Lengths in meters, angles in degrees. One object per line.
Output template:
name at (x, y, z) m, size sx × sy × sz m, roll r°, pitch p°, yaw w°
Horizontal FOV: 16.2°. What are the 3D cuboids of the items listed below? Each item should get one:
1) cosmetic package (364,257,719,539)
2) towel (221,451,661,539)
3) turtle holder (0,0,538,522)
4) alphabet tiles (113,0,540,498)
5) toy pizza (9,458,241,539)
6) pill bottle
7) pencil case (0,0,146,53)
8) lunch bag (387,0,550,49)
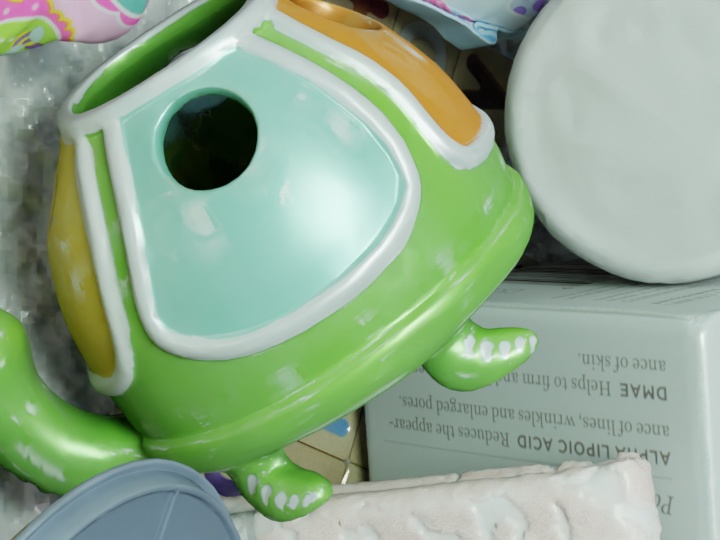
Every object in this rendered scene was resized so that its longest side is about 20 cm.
cosmetic package at (0.115, 0.099, 0.896) m, size 0.164 × 0.164 × 0.202 m, roll -11°, pitch 99°, yaw -41°
towel at (0.015, 0.166, 0.814) m, size 0.032 × 0.189 × 0.202 m, roll -26°, pitch 108°, yaw -71°
turtle holder at (-0.044, -0.008, 0.798) m, size 0.132 × 0.185 × 0.141 m, roll 56°, pitch 28°, yaw -20°
alphabet tiles at (0.000, 0.000, 0.910) m, size 0.167 × 0.008 × 0.202 m, roll 26°, pitch 74°, yaw -37°
toy pizza at (-0.092, 0.144, 0.692) m, size 0.200 × 0.032 × 0.201 m, roll -46°, pitch 146°, yaw -45°
pill bottle at (0.130, -0.062, 0.914) m, size 0.200 × 0.111 × 0.113 m, roll -20°, pitch 105°, yaw -69°
pencil case at (-0.149, -0.098, 0.725) m, size 0.199 × 0.087 × 0.088 m, roll -10°, pitch 96°, yaw -39°
lunch bag at (0.025, -0.191, 0.857) m, size 0.169 × 0.127 × 0.202 m, roll 21°, pitch 80°, yaw -36°
